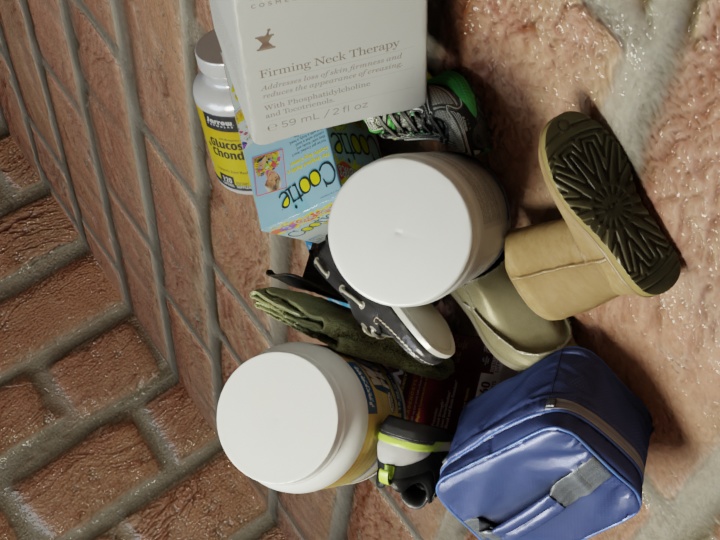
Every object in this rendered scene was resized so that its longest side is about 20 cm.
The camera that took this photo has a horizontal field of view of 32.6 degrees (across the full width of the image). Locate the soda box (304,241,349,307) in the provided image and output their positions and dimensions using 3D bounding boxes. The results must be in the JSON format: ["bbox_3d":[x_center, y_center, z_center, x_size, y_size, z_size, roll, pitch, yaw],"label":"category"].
[{"bbox_3d":[0.001,0.034,1.586,0.064,0.068,0.200,27,143,56],"label":"soda box"}]

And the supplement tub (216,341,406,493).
[{"bbox_3d":[-0.046,0.145,1.223,0.145,0.145,0.200,54,-169,15],"label":"supplement tub"}]

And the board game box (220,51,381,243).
[{"bbox_3d":[-0.054,-0.143,1.257,0.103,0.105,0.201,12,-119,-57],"label":"board game box"}]

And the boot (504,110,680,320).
[{"bbox_3d":[0.171,-0.037,1.066,0.175,0.066,0.200,61,162,-4],"label":"boot"}]

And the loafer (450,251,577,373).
[{"bbox_3d":[0.138,0.027,1.223,0.200,0.076,0.068,45,162,36],"label":"loafer"}]

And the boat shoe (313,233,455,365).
[{"bbox_3d":[0.018,0.030,1.177,0.074,0.060,0.200,20,-156,-50],"label":"boat shoe"}]

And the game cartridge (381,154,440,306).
[{"bbox_3d":[0.036,-0.057,1.420,0.200,0.038,0.130,54,156,15],"label":"game cartridge"}]

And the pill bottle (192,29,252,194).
[{"bbox_3d":[-0.146,-0.201,1.537,0.112,0.112,0.200,43,155,39],"label":"pill bottle"}]

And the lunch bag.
[{"bbox_3d":[0.165,0.184,1.155,0.136,0.132,0.200,43,127,-12],"label":"lunch bag"}]

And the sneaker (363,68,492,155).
[{"bbox_3d":[0.053,-0.146,1.167,0.200,0.085,0.078,31,147,52],"label":"sneaker"}]

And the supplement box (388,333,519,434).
[{"bbox_3d":[0.091,0.125,1.344,0.200,0.109,0.061,4,165,47],"label":"supplement box"}]

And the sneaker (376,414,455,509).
[{"bbox_3d":[0.059,0.198,1.239,0.072,0.083,0.200,11,171,29],"label":"sneaker"}]

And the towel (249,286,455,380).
[{"bbox_3d":[-0.005,0.063,1.274,0.200,0.037,0.148,21,-177,-43],"label":"towel"}]

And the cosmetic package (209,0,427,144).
[{"bbox_3d":[-0.044,-0.249,1.069,0.200,0.167,0.167,86,167,-54],"label":"cosmetic package"}]

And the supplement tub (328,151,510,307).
[{"bbox_3d":[0.059,-0.042,1.112,0.132,0.132,0.200,58,-164,5],"label":"supplement tub"}]

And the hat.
[{"bbox_3d":[0.000,0.000,1.356,0.200,0.081,0.201,17,177,1],"label":"hat"}]
